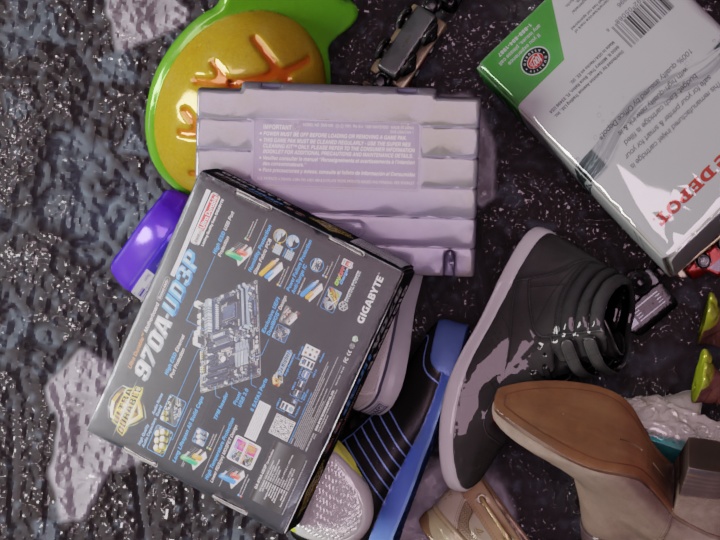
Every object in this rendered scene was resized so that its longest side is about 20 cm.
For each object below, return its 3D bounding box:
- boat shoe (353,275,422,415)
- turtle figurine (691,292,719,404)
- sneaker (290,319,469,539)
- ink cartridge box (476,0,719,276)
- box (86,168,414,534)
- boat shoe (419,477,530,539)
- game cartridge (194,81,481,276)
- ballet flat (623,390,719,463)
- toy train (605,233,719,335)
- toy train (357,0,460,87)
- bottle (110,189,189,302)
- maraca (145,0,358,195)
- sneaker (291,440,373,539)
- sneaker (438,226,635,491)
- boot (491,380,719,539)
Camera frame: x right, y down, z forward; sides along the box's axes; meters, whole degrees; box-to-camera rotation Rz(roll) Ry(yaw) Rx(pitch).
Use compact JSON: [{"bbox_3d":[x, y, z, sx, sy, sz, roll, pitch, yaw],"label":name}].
[{"bbox_3d":[0.000,0.000,1.560,0.069,0.071,0.202,18,72,-28],"label":"boat shoe"},{"bbox_3d":[0.323,0.063,1.560,0.160,0.064,0.202,11,70,3],"label":"turtle figurine"},{"bbox_3d":[0.015,0.122,1.581,0.077,0.070,0.202,22,88,8],"label":"sneaker"},{"bbox_3d":[0.205,-0.117,1.548,0.146,0.083,0.200,-42,74,2],"label":"ink cartridge box"},{"bbox_3d":[-0.075,0.054,1.473,0.158,0.046,0.201,25,97,10],"label":"box"},{"bbox_3d":[0.132,0.230,1.567,0.200,0.071,0.065,44,93,6],"label":"boat shoe"},{"bbox_3d":[-0.017,-0.064,1.509,0.198,0.038,0.131,3,94,1],"label":"game cartridge"},{"bbox_3d":[0.254,0.125,1.572,0.198,0.072,0.072,19,90,3],"label":"ballet flat"},{"bbox_3d":[0.256,-0.018,1.582,0.200,0.034,0.046,-40,89,3],"label":"toy train"},{"bbox_3d":[0.033,-0.160,1.588,0.034,0.046,0.201,31,85,12],"label":"toy train"},{"bbox_3d":[-0.085,0.029,1.586,0.199,0.065,0.084,37,125,-3],"label":"bottle"},{"bbox_3d":[-0.079,-0.141,1.568,0.136,0.107,0.201,17,107,-32],"label":"maraca"},{"bbox_3d":[-0.056,0.125,1.559,0.199,0.105,0.076,37,100,22],"label":"sneaker"},{"bbox_3d":[0.129,0.073,1.543,0.099,0.071,0.202,19,81,35],"label":"sneaker"},{"bbox_3d":[0.179,0.159,1.534,0.198,0.147,0.071,18,51,6],"label":"boot"}]
